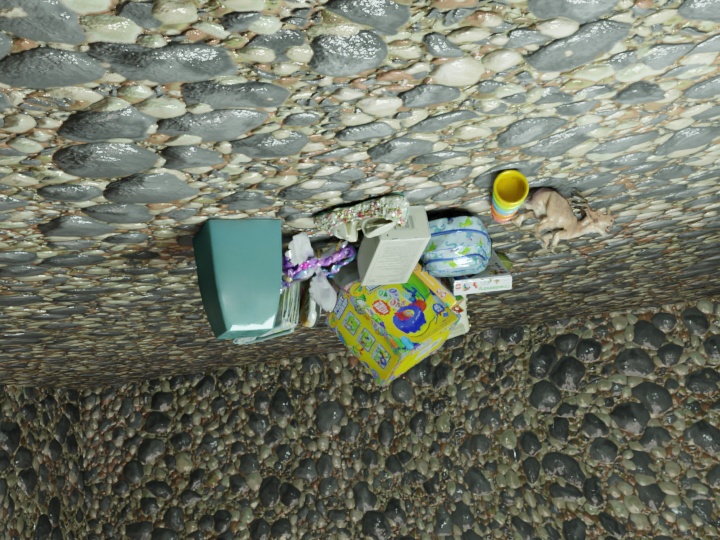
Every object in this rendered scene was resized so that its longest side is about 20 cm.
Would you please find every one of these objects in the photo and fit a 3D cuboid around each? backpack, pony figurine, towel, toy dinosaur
[{"bbox_3d":[0.184,-0.050,1.624,0.161,0.155,0.200,-1,157,7],"label":"backpack"},{"bbox_3d":[-0.111,-0.006,1.659,0.198,0.168,0.193,-17,-163,28],"label":"pony figurine"},{"bbox_3d":[-0.209,0.067,1.818,0.199,0.173,0.048,-16,150,39],"label":"towel"},{"bbox_3d":[0.369,-0.110,1.521,0.199,0.136,0.086,33,-174,-31],"label":"toy dinosaur"}]

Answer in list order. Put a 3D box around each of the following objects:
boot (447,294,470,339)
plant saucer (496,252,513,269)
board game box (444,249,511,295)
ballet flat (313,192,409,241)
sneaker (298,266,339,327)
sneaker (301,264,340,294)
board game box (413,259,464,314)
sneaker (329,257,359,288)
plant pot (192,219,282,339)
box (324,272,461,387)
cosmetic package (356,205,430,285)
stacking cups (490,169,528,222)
[{"bbox_3d":[0.229,0.057,1.866,0.199,0.156,0.072,-29,-155,-29],"label":"boot"},{"bbox_3d":[0.287,-0.014,2.070,0.198,0.031,0.200,-7,168,-2],"label":"plant saucer"},{"bbox_3d":[0.239,-0.011,1.774,0.125,0.035,0.200,-6,-154,-6],"label":"board game box"},{"bbox_3d":[-0.002,-0.088,1.471,0.198,0.065,0.075,-14,160,31],"label":"ballet flat"},{"bbox_3d":[-0.085,0.052,1.797,0.087,0.201,0.076,22,127,-17],"label":"sneaker"},{"bbox_3d":[-0.130,0.035,1.927,0.198,0.082,0.088,-3,169,-28],"label":"sneaker"},{"bbox_3d":[0.149,0.013,1.734,0.030,0.200,0.095,-45,169,14],"label":"board game box"},{"bbox_3d":[0.000,0.000,1.835,0.082,0.088,0.200,-51,162,20],"label":"sneaker"},{"bbox_3d":[-0.224,0.021,1.525,0.140,0.202,0.141,-2,168,-25],"label":"plant pot"},{"bbox_3d":[0.068,0.103,1.727,0.199,0.193,0.122,-28,156,-41],"label":"box"},{"bbox_3d":[0.061,-0.045,1.591,0.102,0.074,0.200,-4,156,-14],"label":"cosmetic package"},{"bbox_3d":[0.265,-0.122,1.467,0.060,0.061,0.200,-8,168,5],"label":"stacking cups"}]
